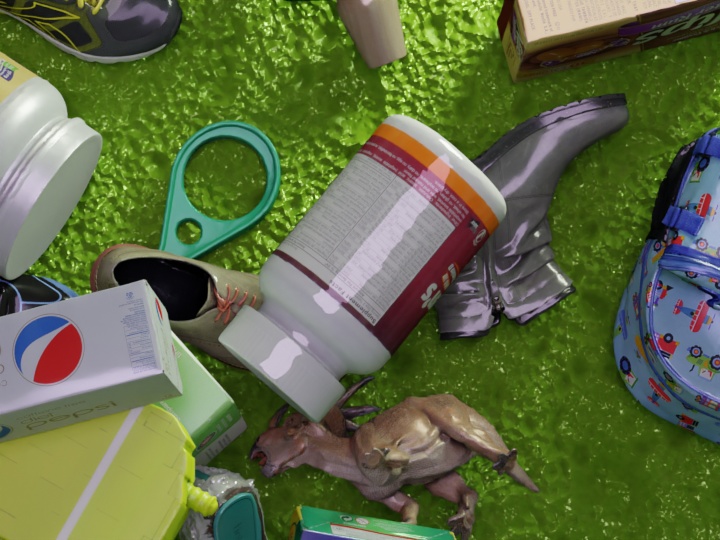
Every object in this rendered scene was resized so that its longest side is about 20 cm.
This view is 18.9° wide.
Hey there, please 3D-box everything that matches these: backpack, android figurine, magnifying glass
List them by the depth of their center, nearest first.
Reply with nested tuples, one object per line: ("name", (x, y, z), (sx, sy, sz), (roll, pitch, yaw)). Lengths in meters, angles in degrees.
("android figurine", (-0.189, 0.127, 1.398), (0.199, 0.041, 0.183), (26, 79, 11))
("backpack", (0.276, 0.019, 1.527), (0.182, 0.135, 0.201), (25, 84, 4))
("magnifying glass", (-0.130, -0.021, 1.584), (0.079, 0.022, 0.201), (33, 80, 4))

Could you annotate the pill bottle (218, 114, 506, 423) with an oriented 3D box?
("pill bottle", (0.000, 0.000, 1.484), (0.109, 0.110, 0.200), (39, 84, 5))

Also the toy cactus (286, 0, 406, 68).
("toy cactus", (-0.012, -0.231, 1.596), (0.199, 0.102, 0.166), (-21, 100, -7))

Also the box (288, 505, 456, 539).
("box", (-0.010, 0.269, 1.484), (0.116, 0.048, 0.201), (10, 107, -10))

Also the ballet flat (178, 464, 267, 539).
("ballet flat", (-0.092, 0.216, 1.498), (0.071, 0.072, 0.201), (-5, 120, -2))

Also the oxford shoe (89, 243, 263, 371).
("oxford shoe", (-0.095, 0.032, 1.537), (0.199, 0.075, 0.071), (13, 87, -11))

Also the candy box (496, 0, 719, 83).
("candy box", (0.204, -0.197, 1.569), (0.199, 0.117, 0.057), (-13, 81, -4))

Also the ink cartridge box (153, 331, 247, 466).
("ink cartridge box", (-0.181, 0.138, 1.491), (0.200, 0.146, 0.084), (-42, 82, -7))

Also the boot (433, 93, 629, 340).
("boot", (0.126, -0.037, 1.574), (0.199, 0.068, 0.131), (-27, 87, 2))

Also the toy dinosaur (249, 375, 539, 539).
("toy dinosaur", (0.032, 0.119, 1.538), (0.199, 0.136, 0.086), (-1, 123, -22))

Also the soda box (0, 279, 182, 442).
("soda box", (-0.218, 0.067, 1.362), (0.199, 0.068, 0.064), (-14, 73, 2))

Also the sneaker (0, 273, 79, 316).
("sneaker", (-0.298, 0.030, 1.542), (0.198, 0.078, 0.071), (0, 80, 0))

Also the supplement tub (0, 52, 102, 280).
("supplement tub", (-0.299, -0.098, 1.530), (0.199, 0.145, 0.146), (32, 81, 4))

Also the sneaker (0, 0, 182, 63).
("sneaker", (-0.229, -0.207, 1.579), (0.199, 0.085, 0.075), (15, 81, 2))
